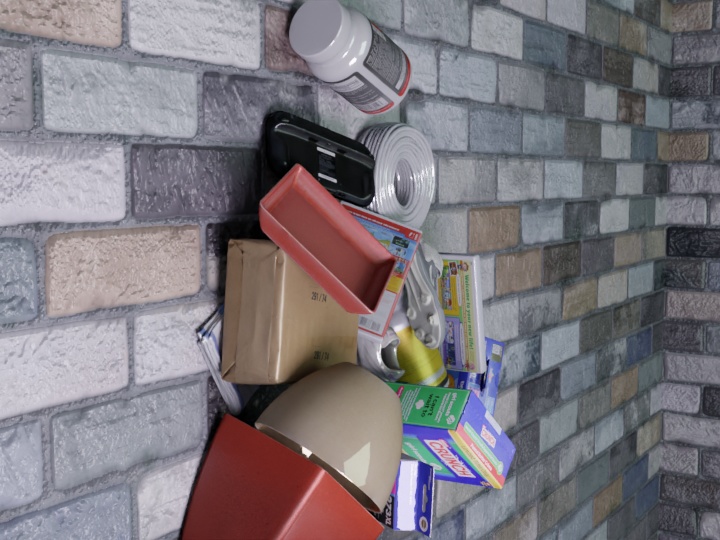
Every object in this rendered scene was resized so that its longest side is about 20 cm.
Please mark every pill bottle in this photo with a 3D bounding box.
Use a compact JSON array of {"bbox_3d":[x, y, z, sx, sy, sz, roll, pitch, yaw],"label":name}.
[{"bbox_3d":[0.066,0.118,1.639,0.112,0.111,0.203,-36,109,-50],"label":"pill bottle"},{"bbox_3d":[-0.014,-0.324,1.483,0.199,0.114,0.118,27,70,-55],"label":"pill bottle"}]

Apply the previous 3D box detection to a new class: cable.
[{"bbox_3d":[0.055,-0.146,1.650,0.199,0.068,0.204,14,81,-57],"label":"cable"}]

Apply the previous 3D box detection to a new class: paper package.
[{"bbox_3d":[-0.093,0.059,1.361,0.199,0.102,0.195,4,91,-59],"label":"paper package"}]

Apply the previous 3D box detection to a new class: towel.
[{"bbox_3d":[-0.149,0.087,1.392,0.201,0.023,0.149,-52,135,-42],"label":"towel"}]

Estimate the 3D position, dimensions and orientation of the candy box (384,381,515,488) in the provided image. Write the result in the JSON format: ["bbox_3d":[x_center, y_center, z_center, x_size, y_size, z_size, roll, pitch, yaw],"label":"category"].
[{"bbox_3d":[0.104,0.240,1.448,0.170,0.197,0.078,52,50,-39],"label":"candy box"}]

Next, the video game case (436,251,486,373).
[{"bbox_3d":[0.126,0.068,1.677,0.022,0.179,0.204,-23,112,-53],"label":"video game case"}]

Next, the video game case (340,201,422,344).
[{"bbox_3d":[0.000,0.000,1.523,0.018,0.141,0.202,102,9,-63],"label":"video game case"}]

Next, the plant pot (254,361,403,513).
[{"bbox_3d":[-0.021,0.200,1.282,0.135,0.198,0.201,-55,138,-17],"label":"plant pot"}]

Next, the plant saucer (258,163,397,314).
[{"bbox_3d":[-0.046,-0.037,1.304,0.199,0.037,0.200,44,23,-7],"label":"plant saucer"}]

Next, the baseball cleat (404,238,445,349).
[{"bbox_3d":[0.109,0.025,1.586,0.105,0.069,0.203,-4,71,-46],"label":"baseball cleat"}]

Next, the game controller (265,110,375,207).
[{"bbox_3d":[-0.056,-0.161,1.441,0.198,0.042,0.106,17,66,-37],"label":"game controller"}]

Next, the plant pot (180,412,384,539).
[{"bbox_3d":[-0.121,0.343,1.318,0.177,0.198,0.201,-55,138,-18],"label":"plant pot"}]

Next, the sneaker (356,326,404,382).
[{"bbox_3d":[0.015,0.089,1.549,0.074,0.099,0.203,-5,72,-54],"label":"sneaker"}]

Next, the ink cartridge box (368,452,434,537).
[{"bbox_3d":[0.032,0.294,1.360,0.037,0.199,0.097,1,94,-33],"label":"ink cartridge box"}]

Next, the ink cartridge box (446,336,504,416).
[{"bbox_3d":[0.179,0.188,1.750,0.075,0.199,0.139,18,75,-30],"label":"ink cartridge box"}]

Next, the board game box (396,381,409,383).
[{"bbox_3d":[0.021,0.281,1.537,0.199,0.040,0.156,-28,112,-51],"label":"board game box"}]
